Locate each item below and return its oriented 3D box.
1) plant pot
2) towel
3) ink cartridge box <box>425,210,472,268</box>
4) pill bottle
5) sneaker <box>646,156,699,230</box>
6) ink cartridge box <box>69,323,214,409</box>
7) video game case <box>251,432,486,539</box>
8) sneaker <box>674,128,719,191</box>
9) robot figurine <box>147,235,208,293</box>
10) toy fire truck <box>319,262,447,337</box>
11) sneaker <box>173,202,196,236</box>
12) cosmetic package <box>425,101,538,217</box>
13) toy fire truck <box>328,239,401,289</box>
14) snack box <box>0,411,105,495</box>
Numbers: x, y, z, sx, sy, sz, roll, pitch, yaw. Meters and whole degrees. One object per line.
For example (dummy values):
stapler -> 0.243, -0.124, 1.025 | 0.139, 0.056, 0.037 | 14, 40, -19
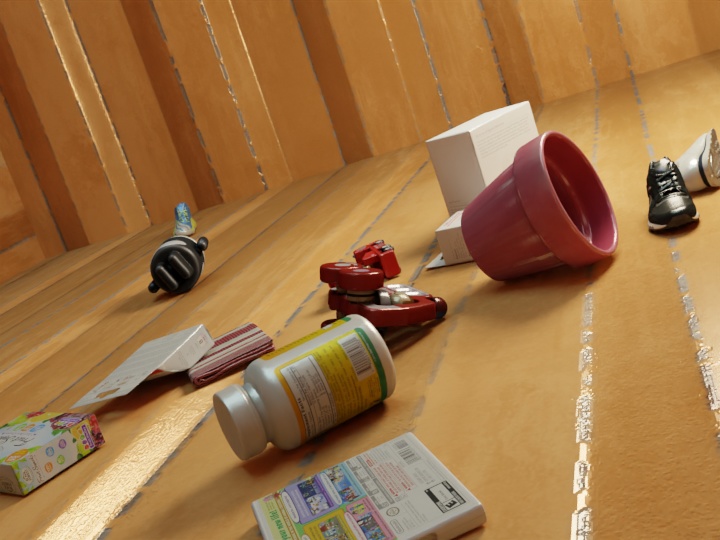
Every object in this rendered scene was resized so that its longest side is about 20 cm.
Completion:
plant pot -> 0.256, -0.078, 1.394 | 0.178, 0.201, 0.200 | -30, 5, 35
towel -> -0.224, 0.137, 1.551 | 0.143, 0.023, 0.200 | -25, 12, -13
ink cartridge box -> 0.210, -0.068, 1.649 | 0.198, 0.069, 0.115 | -12, 14, 31
pill bottle -> -0.067, 0.140, 1.098 | 0.198, 0.114, 0.112 | -25, 14, -23
sneaker -> 0.470, -0.124, 1.451 | 0.075, 0.088, 0.200 | -15, 14, 14
ink cartridge box -> -0.352, 0.172, 1.523 | 0.161, 0.057, 0.200 | -18, 23, 37
video game case -> -0.001, 0.223, 0.864 | 0.180, 0.022, 0.200 | -22, 14, -11
sneaker -> 0.577, -0.186, 1.606 | 0.080, 0.077, 0.200 | -22, 8, 33
robot figurine -> -0.441, -0.014, 2.269 | 0.148, 0.126, 0.200 | -2, 12, -4
toy fire truck -> 0.034, 0.048, 1.378 | 0.166, 0.114, 0.200 | -4, 8, -21
sneaker -> -0.616, -0.172, 3.212 | 0.075, 0.106, 0.200 | -20, 12, -2
cosmetic package -> 0.255, -0.196, 1.814 | 0.198, 0.202, 0.122 | -29, 16, -39
toy fire truck -> 0.000, 0.000, 1.721 | 0.140, 0.049, 0.200 | -21, 13, -6
snack box -> -0.484, 0.260, 1.350 | 0.199, 0.054, 0.142 | -8, 19, 42
